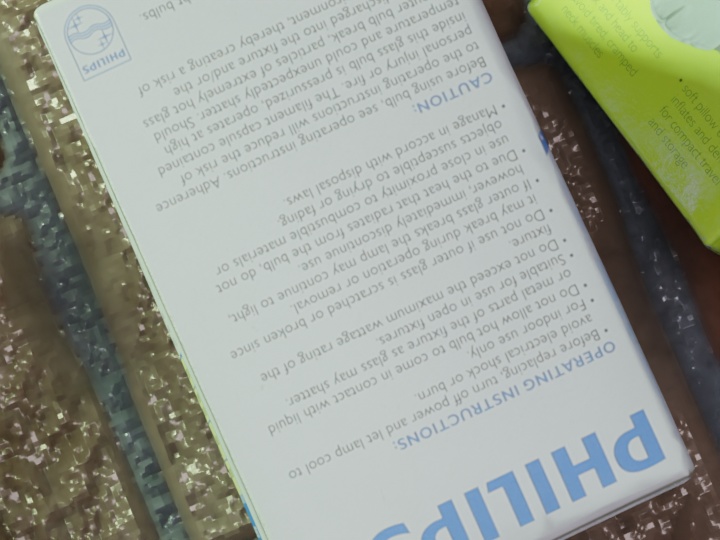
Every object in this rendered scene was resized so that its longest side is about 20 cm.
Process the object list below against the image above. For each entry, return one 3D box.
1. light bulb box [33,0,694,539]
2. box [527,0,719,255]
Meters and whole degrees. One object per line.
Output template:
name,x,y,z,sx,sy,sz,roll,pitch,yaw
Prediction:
light bulb box,0.000,0.000,0.751,0.124,0.198,0.201,-24,87,-2
box,0.165,-0.110,0.788,0.200,0.048,0.122,-44,58,16
